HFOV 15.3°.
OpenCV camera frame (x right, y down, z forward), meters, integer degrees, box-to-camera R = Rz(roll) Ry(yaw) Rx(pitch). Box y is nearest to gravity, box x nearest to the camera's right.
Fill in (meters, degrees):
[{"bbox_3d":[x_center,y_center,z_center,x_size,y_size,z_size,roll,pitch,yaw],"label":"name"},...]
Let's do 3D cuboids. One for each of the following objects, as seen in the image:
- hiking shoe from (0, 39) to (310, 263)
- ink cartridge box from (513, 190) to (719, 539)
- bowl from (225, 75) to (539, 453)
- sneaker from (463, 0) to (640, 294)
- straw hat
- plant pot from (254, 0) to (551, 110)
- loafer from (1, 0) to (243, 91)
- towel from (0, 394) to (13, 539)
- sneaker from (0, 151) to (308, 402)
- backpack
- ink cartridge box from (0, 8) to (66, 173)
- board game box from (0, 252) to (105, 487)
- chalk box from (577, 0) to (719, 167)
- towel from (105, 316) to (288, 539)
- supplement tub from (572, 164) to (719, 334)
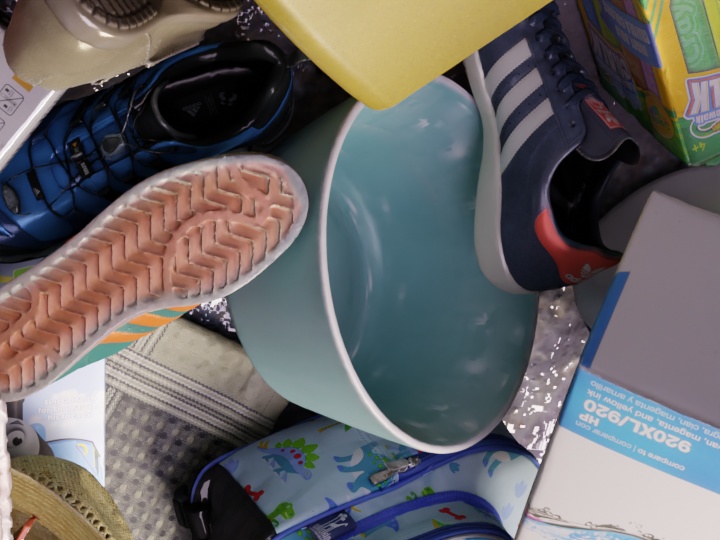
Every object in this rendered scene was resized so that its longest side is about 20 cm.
[{"bbox_3d":[-0.124,-0.071,1.379,0.199,0.087,0.075,-29,83,-13],"label":"hiking shoe"},{"bbox_3d":[0.173,0.096,1.401,0.144,0.148,0.201,21,135,6],"label":"ink cartridge box"},{"bbox_3d":[0.000,0.000,1.438,0.200,0.104,0.203,12,74,-52],"label":"bowl"},{"bbox_3d":[0.107,-0.090,1.438,0.075,0.084,0.202,-3,87,-53],"label":"sneaker"},{"bbox_3d":[-0.169,0.144,1.397,0.200,0.085,0.202,16,128,21],"label":"straw hat"},{"bbox_3d":[0.006,-0.204,1.331,0.199,0.200,0.177,-34,132,-3],"label":"plant pot"},{"bbox_3d":[-0.122,-0.135,1.330,0.068,0.200,0.076,-33,88,23],"label":"loafer"},{"bbox_3d":[-0.261,0.118,1.354,0.032,0.190,0.201,-49,149,-47],"label":"towel"},{"bbox_3d":[-0.115,-0.003,1.363,0.199,0.080,0.072,-28,94,7],"label":"sneaker"},{"bbox_3d":[0.019,0.170,1.522,0.199,0.147,0.184,-26,132,-22],"label":"backpack"},{"bbox_3d":[-0.278,-0.083,1.340,0.200,0.043,0.198,39,97,-2],"label":"ink cartridge box"},{"bbox_3d":[-0.212,0.083,1.436,0.150,0.037,0.202,-4,110,-16],"label":"board game box"},{"bbox_3d":[0.195,-0.145,1.459,0.124,0.124,0.201,-26,120,-7],"label":"chalk box"},{"bbox_3d":[-0.159,0.098,1.502,0.199,0.035,0.193,28,99,-27],"label":"towel"},{"bbox_3d":[0.220,0.054,1.551,0.144,0.145,0.201,-31,121,-4],"label":"supplement tub"}]
